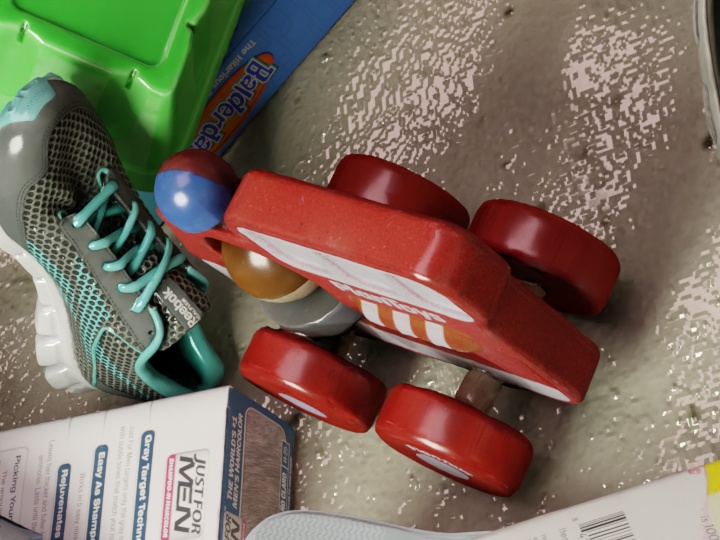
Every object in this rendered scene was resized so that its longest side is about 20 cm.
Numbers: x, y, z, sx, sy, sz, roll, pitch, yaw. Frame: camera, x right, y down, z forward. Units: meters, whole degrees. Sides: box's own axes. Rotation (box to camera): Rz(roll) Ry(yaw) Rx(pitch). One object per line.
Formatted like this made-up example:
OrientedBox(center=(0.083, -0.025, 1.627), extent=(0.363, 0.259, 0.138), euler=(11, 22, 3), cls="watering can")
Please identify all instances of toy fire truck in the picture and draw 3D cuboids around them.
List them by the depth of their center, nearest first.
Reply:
OrientedBox(center=(0.000, 0.000, 0.830), extent=(0.200, 0.168, 0.112), euler=(19, 77, 38), cls="toy fire truck")

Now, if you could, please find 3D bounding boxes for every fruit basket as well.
OrientedBox(center=(-0.132, -0.151, 0.982), extent=(0.216, 0.155, 0.216), euler=(-157, 90, -80), cls="fruit basket")

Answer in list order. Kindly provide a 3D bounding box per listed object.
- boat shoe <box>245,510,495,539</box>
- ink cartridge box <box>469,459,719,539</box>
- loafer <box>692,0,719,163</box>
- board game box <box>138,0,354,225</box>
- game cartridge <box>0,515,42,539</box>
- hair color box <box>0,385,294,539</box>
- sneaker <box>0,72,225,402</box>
OrientedBox(center=(0.050, 0.140, 0.792), extent=(0.199, 0.067, 0.074), euler=(15, 61, 15), cls="boat shoe")
OrientedBox(center=(0.147, 0.127, 0.707), extent=(0.199, 0.067, 0.116), euler=(-16, 55, -4), cls="ink cartridge box")
OrientedBox(center=(0.171, -0.052, 0.809), extent=(0.070, 0.070, 0.201), euler=(-25, 55, 20), cls="loafer")
OrientedBox(center=(-0.109, -0.120, 1.045), extent=(0.200, 0.045, 0.152), euler=(-48, 51, 2), cls="board game box")
OrientedBox(center=(-0.218, 0.150, 0.888), extent=(0.199, 0.038, 0.130), euler=(22, 98, 18), cls="game cartridge")
OrientedBox(center=(-0.130, 0.123, 0.921), extent=(0.199, 0.061, 0.100), euler=(-13, 60, 28), cls="hair color box")
OrientedBox(center=(-0.107, -0.006, 0.903), extent=(0.091, 0.200, 0.078), euler=(22, 60, 26), cls="sneaker")
